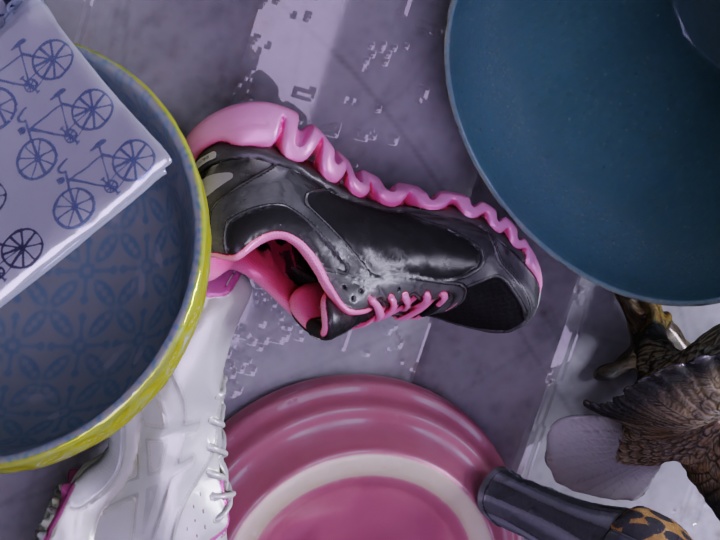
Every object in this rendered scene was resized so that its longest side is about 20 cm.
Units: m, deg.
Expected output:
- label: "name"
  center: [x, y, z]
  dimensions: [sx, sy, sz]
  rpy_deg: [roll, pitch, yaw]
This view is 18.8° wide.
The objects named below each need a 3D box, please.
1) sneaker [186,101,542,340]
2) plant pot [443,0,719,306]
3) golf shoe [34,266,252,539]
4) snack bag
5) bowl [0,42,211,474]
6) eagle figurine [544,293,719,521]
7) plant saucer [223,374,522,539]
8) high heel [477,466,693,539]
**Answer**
- label: "sneaker"
  center: [0.000, 0.000, 1.040]
  dimensions: [0.199, 0.096, 0.079]
  rpy_deg: [23, 142, -24]
- label: "plant pot"
  center: [0.158, -0.104, 1.031]
  dimensions: [0.135, 0.199, 0.201]
  rpy_deg: [-40, 119, -40]
- label: "golf shoe"
  center: [-0.090, 0.090, 1.062]
  dimensions: [0.091, 0.075, 0.201]
  rpy_deg: [28, 105, -2]
- label: "snack bag"
  center: [-0.209, -0.059, 0.952]
  dimensions: [0.188, 0.021, 0.200]
  rpy_deg: [-38, 72, -2]
- label: "bowl"
  center: [-0.156, 0.003, 0.993]
  dimensions: [0.198, 0.108, 0.202]
  rpy_deg: [-3, 74, 9]
- label: "eagle figurine"
  center: [0.182, 0.066, 1.068]
  dimensions: [0.150, 0.200, 0.152]
  rpy_deg: [-8, 110, -13]
- label: "plant saucer"
  center: [-0.007, 0.156, 1.127]
  dimensions: [0.199, 0.051, 0.202]
  rpy_deg: [-5, 109, -13]
- label: "high heel"
  center: [0.161, 0.170, 1.113]
  dimensions: [0.200, 0.142, 0.072]
  rpy_deg: [36, 79, -41]
